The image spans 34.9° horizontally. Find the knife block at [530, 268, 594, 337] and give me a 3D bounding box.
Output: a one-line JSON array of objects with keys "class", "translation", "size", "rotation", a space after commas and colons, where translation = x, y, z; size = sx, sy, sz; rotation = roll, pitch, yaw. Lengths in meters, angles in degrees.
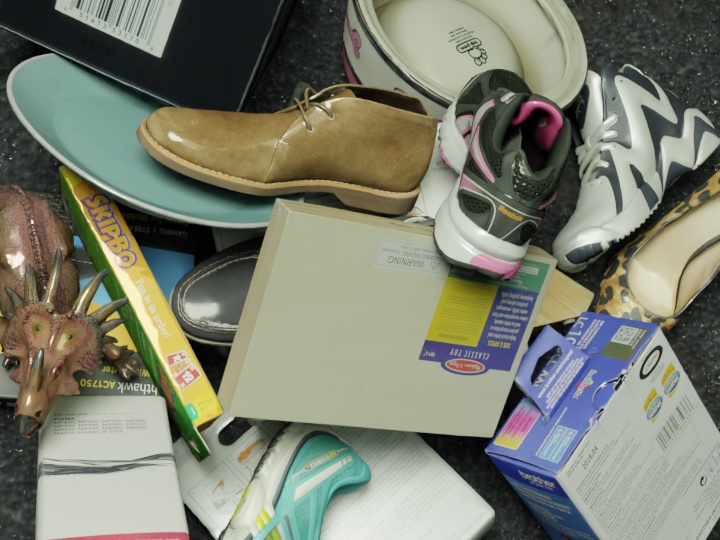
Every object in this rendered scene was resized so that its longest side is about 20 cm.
[{"class": "knife block", "translation": [0.059, -0.022, 0.877], "size": [0.198, 0.064, 0.177], "rotation": [-12, 79, -13]}]

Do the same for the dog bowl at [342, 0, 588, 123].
[{"class": "dog bowl", "translation": [0.074, -0.173, 0.898], "size": [0.199, 0.074, 0.201], "rotation": [13, 53, -17]}]

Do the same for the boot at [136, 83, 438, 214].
[{"class": "boot", "translation": [-0.042, -0.090, 0.726], "size": [0.199, 0.076, 0.074], "rotation": [4, 38, -28]}]

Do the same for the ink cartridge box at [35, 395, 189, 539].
[{"class": "ink cartridge box", "translation": [-0.149, 0.184, 0.677], "size": [0.084, 0.200, 0.146], "rotation": [0, 113, -15]}]

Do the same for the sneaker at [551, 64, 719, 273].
[{"class": "sneaker", "translation": [0.192, -0.096, 0.927], "size": [0.199, 0.080, 0.130], "rotation": [-41, 85, -21]}]

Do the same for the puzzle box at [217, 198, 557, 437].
[{"class": "puzzle box", "translation": [0.020, 0.036, 0.718], "size": [0.199, 0.025, 0.134], "rotation": [10, 107, -30]}]

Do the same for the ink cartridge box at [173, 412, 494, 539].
[{"class": "ink cartridge box", "translation": [-0.027, 0.165, 0.827], "size": [0.160, 0.047, 0.200], "rotation": [-40, 70, -20]}]

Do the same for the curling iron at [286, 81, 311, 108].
[{"class": "curling iron", "translation": [-0.065, -0.057, 0.883], "size": [0.049, 0.025, 0.202], "rotation": [23, 64, -29]}]

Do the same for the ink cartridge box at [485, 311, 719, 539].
[{"class": "ink cartridge box", "translation": [0.178, 0.126, 0.813], "size": [0.137, 0.076, 0.200], "rotation": [-50, 123, -22]}]

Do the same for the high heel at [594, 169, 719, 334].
[{"class": "high heel", "translation": [0.255, -0.014, 0.884], "size": [0.071, 0.143, 0.200], "rotation": [41, 69, 1]}]

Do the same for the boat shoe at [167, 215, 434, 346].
[{"class": "boat shoe", "translation": [-0.030, 0.000, 0.749], "size": [0.198, 0.063, 0.073], "rotation": [-11, 79, -8]}]

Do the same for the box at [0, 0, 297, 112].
[{"class": "box", "translation": [-0.142, -0.219, 0.810], "size": [0.195, 0.118, 0.200], "rotation": [24, 27, -6]}]

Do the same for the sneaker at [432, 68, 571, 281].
[{"class": "sneaker", "translation": [0.102, -0.080, 0.729], "size": [0.080, 0.087, 0.201], "rotation": [23, 36, -14]}]

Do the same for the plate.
[{"class": "plate", "translation": [-0.130, -0.078, 0.733], "size": [0.199, 0.026, 0.201], "rotation": [23, 27, -12]}]

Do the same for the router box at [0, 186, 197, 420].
[{"class": "router box", "translation": [-0.219, 0.022, 0.805], "size": [0.198, 0.051, 0.150], "rotation": [5, 73, -14]}]

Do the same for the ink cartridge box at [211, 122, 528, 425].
[{"class": "ink cartridge box", "translation": [0.000, 0.000, 0.806], "size": [0.198, 0.045, 0.178], "rotation": [-12, 79, -8]}]

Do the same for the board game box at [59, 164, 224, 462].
[{"class": "board game box", "translation": [-0.140, 0.029, 0.745], "size": [0.030, 0.096, 0.201], "rotation": [-24, 84, -16]}]

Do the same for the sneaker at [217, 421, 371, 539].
[{"class": "sneaker", "translation": [-0.058, 0.192, 0.747], "size": [0.079, 0.078, 0.201], "rotation": [28, 65, 2]}]

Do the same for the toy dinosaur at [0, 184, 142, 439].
[{"class": "toy dinosaur", "translation": [-0.200, 0.005, 0.708], "size": [0.085, 0.136, 0.201], "rotation": [-23, 73, -16]}]
